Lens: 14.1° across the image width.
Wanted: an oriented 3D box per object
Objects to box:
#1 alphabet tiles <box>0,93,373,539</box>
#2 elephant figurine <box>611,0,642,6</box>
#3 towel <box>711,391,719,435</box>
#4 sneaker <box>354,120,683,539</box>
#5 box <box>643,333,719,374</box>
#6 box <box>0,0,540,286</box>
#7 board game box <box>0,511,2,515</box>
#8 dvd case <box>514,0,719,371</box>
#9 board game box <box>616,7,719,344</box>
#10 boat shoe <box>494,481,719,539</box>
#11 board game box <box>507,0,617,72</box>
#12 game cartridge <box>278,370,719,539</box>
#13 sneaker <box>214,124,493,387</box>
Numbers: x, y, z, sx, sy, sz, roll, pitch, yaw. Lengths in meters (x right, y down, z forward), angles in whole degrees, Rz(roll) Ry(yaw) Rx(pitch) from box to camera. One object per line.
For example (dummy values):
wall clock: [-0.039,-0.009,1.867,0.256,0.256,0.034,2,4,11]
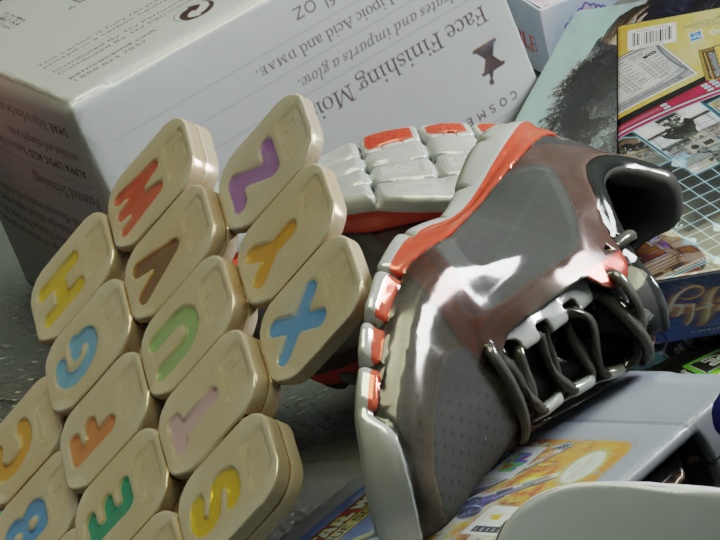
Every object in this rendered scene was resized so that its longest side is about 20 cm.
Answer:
alphabet tiles: [-0.071,0.037,1.006,0.196,0.015,0.200,-48,36,24]
elephant figurine: [0.223,-0.143,1.364,0.142,0.155,0.200,-53,2,16]
towel: [0.223,0.052,0.864,0.200,0.050,0.148,33,62,28]
sneaker: [0.057,0.014,0.958,0.082,0.077,0.200,5,39,21]
box: [0.227,0.042,0.986,0.193,0.048,0.200,-25,25,-18]
box: [-0.055,-0.076,1.267,0.199,0.131,0.200,-32,23,-18]
board game box: [-0.200,0.118,1.052,0.157,0.039,0.200,1,26,31]
dvd case: [0.105,-0.035,1.144,0.146,0.022,0.200,-5,47,45]
board game box: [0.192,-0.048,1.049,0.199,0.035,0.136,-9,47,16]
boat shoe: [0.137,0.096,0.810,0.199,0.070,0.066,0,-13,17]
board game box: [0.143,-0.171,1.553,0.199,0.041,0.200,-19,23,-16]
game cartridge: [0.031,0.093,0.942,0.200,0.042,0.133,-37,25,-33]
sneaker: [0.000,0.000,1.123,0.199,0.082,0.077,-11,22,9]
